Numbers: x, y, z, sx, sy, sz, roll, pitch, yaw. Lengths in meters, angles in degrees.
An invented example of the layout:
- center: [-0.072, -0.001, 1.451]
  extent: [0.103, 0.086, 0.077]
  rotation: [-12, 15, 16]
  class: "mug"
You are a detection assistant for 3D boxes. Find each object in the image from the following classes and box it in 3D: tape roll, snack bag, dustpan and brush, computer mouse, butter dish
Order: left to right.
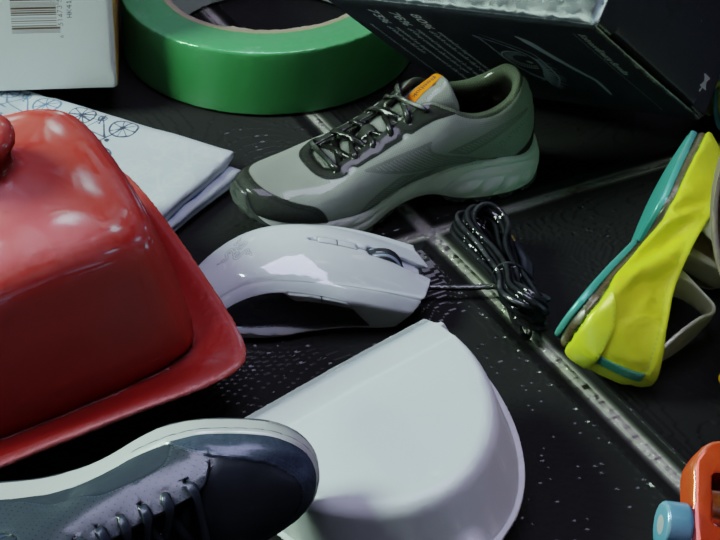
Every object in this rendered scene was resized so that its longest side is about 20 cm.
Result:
- center: [-0.185, -0.015, 1.000]
  extent: [0.199, 0.148, 0.200]
  rotation: [-21, 43, -18]
  class: "butter dish"
- center: [-0.201, -0.043, 1.168]
  extent: [0.189, 0.021, 0.200]
  rotation: [19, 39, 24]
  class: "snack bag"
- center: [-0.062, -0.175, 1.335]
  extent: [0.200, 0.048, 0.200]
  rotation: [1, 34, 0]
  class: "tape roll"
- center: [0.000, 0.000, 1.088]
  extent: [0.200, 0.044, 0.110]
  rotation: [-4, 36, -6]
  class: "computer mouse"
- center: [0.037, 0.114, 0.929]
  extent: [0.140, 0.057, 0.200]
  rotation: [-28, 37, -18]
  class: "dustpan and brush"

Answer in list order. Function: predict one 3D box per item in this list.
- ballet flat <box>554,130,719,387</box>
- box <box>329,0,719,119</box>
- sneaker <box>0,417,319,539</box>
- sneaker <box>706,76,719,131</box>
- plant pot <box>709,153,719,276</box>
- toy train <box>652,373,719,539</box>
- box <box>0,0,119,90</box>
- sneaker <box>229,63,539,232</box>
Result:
- center: [0.172, -0.003, 1.090]
  extent: [0.067, 0.067, 0.200]
  rotation: [32, 45, 7]
  class: "ballet flat"
- center: [0.106, -0.173, 1.182]
  extent: [0.200, 0.148, 0.104]
  rotation: [12, 79, 36]
  class: "box"
- center: [-0.107, 0.138, 0.848]
  extent: [0.202, 0.077, 0.146]
  rotation: [-15, 26, -4]
  class: "sneaker"
- center: [0.242, -0.147, 1.281]
  extent: [0.080, 0.131, 0.200]
  rotation: [5, -1, 2]
  class: "sneaker"
- center: [0.278, -0.039, 1.046]
  extent: [0.200, 0.200, 0.134]
  rotation: [1, 10, 1]
  class: "plant pot"
- center: [0.229, 0.101, 0.946]
  extent: [0.200, 0.056, 0.150]
  rotation: [5, 61, -11]
  class: "toy train"
- center: [-0.210, -0.216, 1.309]
  extent: [0.097, 0.124, 0.200]
  rotation: [-2, 30, -6]
  class: "box"
- center: [0.014, -0.075, 1.166]
  extent: [0.200, 0.079, 0.074]
  rotation: [-17, 41, -21]
  class: "sneaker"
